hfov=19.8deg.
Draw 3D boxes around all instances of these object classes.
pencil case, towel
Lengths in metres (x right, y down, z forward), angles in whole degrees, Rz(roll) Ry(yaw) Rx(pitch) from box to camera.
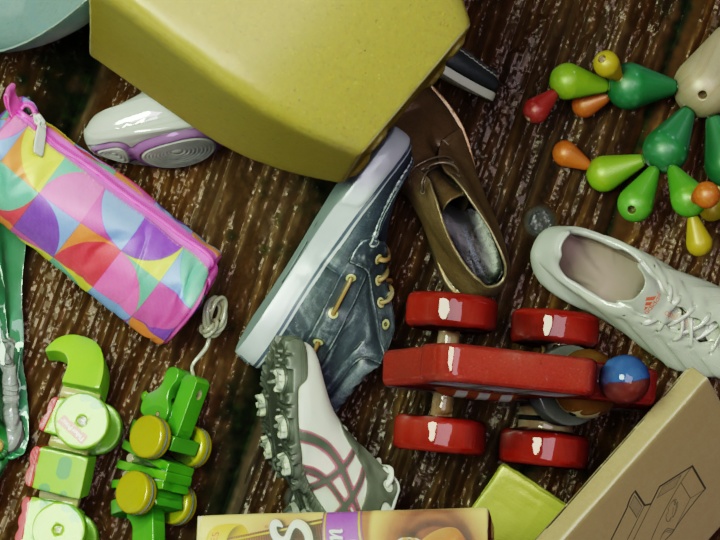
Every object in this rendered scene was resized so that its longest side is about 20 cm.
[{"bbox_3d":[-0.189,-0.036,1.436,0.199,0.088,0.089,39,82,-12],"label":"pencil case"},{"bbox_3d":[0.080,0.240,1.466,0.086,0.018,0.201,32,98,-6],"label":"towel"}]

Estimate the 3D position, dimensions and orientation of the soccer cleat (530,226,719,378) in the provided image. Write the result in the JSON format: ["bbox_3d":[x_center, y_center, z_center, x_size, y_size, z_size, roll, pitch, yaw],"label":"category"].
[{"bbox_3d":[0.215,0.025,1.491,0.198,0.078,0.070,24,83,-4],"label":"soccer cleat"}]

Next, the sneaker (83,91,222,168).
[{"bbox_3d":[-0.109,-0.137,1.480,0.198,0.075,0.100,-20,76,-13],"label":"sneaker"}]

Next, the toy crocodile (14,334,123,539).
[{"bbox_3d":[-0.209,0.146,1.441,0.061,0.068,0.202,11,82,5],"label":"toy crocodile"}]

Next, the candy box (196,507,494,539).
[{"bbox_3d":[-0.010,0.222,1.365,0.198,0.057,0.118,-3,68,7],"label":"candy box"}]

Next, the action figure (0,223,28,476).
[{"bbox_3d":[-0.276,0.064,1.448,0.117,0.055,0.202,-9,89,-7],"label":"action figure"}]

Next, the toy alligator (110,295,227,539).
[{"bbox_3d":[-0.141,0.112,1.460,0.054,0.059,0.202,10,83,35],"label":"toy alligator"}]

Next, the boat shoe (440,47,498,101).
[{"bbox_3d":[0.026,-0.198,1.490,0.199,0.074,0.066,34,93,8],"label":"boat shoe"}]

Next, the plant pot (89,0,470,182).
[{"bbox_3d":[-0.043,-0.170,1.356,0.200,0.194,0.196,41,79,0],"label":"plant pot"}]

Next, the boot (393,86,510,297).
[{"bbox_3d":[0.055,-0.073,1.483,0.073,0.075,0.201,-28,88,-5],"label":"boot"}]

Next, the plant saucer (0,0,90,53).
[{"bbox_3d":[-0.195,-0.219,1.428,0.202,0.201,0.039,-52,125,-7],"label":"plant saucer"}]

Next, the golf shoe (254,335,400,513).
[{"bbox_3d":[-0.022,0.135,1.450,0.087,0.077,0.202,-13,109,-15],"label":"golf shoe"}]

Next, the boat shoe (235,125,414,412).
[{"bbox_3d":[0.000,0.000,1.465,0.090,0.071,0.201,32,102,-8],"label":"boat shoe"}]

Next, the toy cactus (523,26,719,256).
[{"bbox_3d":[0.232,-0.111,1.505,0.199,0.102,0.166,33,73,6],"label":"toy cactus"}]

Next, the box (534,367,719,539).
[{"bbox_3d":[0.193,0.182,1.449,0.200,0.164,0.021,-47,51,-8],"label":"box"}]

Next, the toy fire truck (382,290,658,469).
[{"bbox_3d":[0.117,0.077,1.423,0.198,0.168,0.113,8,85,-19],"label":"toy fire truck"}]
